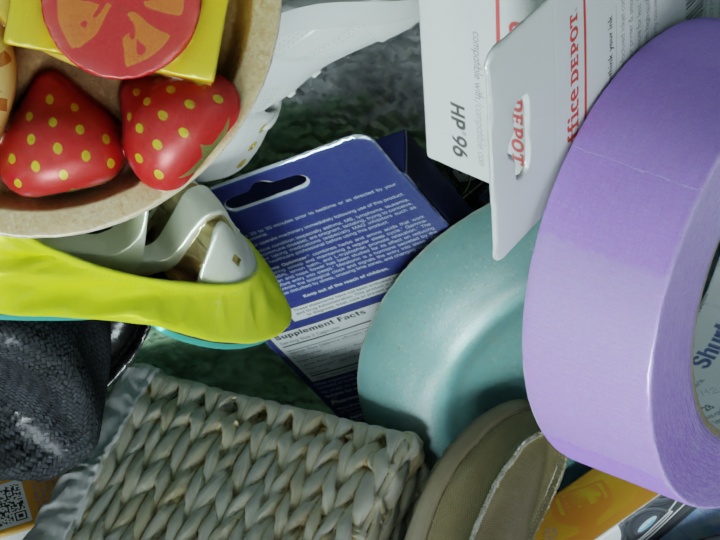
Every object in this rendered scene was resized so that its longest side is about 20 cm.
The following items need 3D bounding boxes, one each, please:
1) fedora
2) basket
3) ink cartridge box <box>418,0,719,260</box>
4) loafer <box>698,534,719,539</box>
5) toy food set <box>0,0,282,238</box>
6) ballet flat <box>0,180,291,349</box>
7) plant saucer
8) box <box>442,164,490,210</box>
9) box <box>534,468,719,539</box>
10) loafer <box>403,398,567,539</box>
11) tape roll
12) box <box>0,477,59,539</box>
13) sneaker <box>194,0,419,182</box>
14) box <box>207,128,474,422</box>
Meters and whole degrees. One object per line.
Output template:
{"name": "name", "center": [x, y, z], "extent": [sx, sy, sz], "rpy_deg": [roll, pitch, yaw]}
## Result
{"name": "fedora", "center": [-0.173, 0.034, 1.252], "extent": [0.200, 0.092, 0.201], "rpy_deg": [-11, 134, -12]}
{"name": "basket", "center": [-0.059, 0.186, 1.331], "extent": [0.161, 0.200, 0.198], "rpy_deg": [10, 142, 25]}
{"name": "ink cartridge box", "center": [0.083, -0.111, 1.172], "extent": [0.200, 0.068, 0.116], "rpy_deg": [-46, 146, -35]}
{"name": "loafer", "center": [0.107, 0.184, 1.334], "extent": [0.200, 0.063, 0.072], "rpy_deg": [-37, 114, -15]}
{"name": "toy food set", "center": [-0.130, -0.112, 1.100], "extent": [0.200, 0.049, 0.198], "rpy_deg": [10, 92, 1]}
{"name": "ballet flat", "center": [-0.094, -0.009, 1.200], "extent": [0.200, 0.067, 0.067], "rpy_deg": [7, 124, -43]}
{"name": "plant saucer", "center": [0.098, 0.041, 1.320], "extent": [0.200, 0.036, 0.200], "rpy_deg": [-12, 134, -13]}
{"name": "box", "center": [0.150, -0.041, 1.358], "extent": [0.137, 0.040, 0.200], "rpy_deg": [-41, 133, 15]}
{"name": "box", "center": [0.158, 0.120, 1.368], "extent": [0.200, 0.041, 0.119], "rpy_deg": [-36, 139, 2]}
{"name": "loafer", "center": [0.048, 0.149, 1.260], "extent": [0.200, 0.067, 0.076], "rpy_deg": [-61, 152, -22]}
{"name": "tape roll", "center": [0.151, -0.003, 1.210], "extent": [0.200, 0.066, 0.200], "rpy_deg": [-32, 133, -43]}
{"name": "box", "center": [-0.225, 0.173, 1.389], "extent": [0.200, 0.042, 0.119], "rpy_deg": [-15, 135, -6]}
{"name": "sneaker", "center": [-0.032, -0.103, 1.215], "extent": [0.200, 0.074, 0.116], "rpy_deg": [-19, 157, -21]}
{"name": "box", "center": [0.000, 0.000, 1.313], "extent": [0.121, 0.032, 0.200], "rpy_deg": [-18, 140, 22]}
